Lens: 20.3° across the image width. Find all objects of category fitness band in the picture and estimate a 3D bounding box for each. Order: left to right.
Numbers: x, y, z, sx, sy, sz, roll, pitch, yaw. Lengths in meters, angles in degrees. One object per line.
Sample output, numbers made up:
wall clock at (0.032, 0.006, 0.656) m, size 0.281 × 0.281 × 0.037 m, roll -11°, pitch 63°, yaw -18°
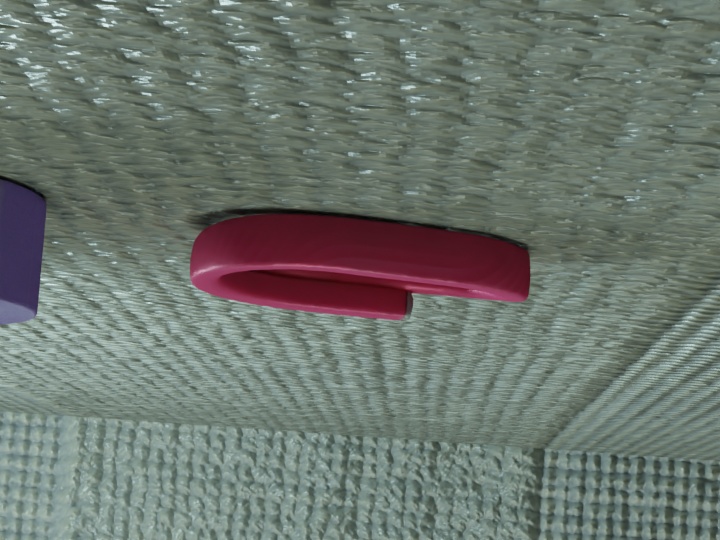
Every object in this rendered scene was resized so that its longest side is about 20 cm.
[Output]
fitness band at (0.000, 0.000, 1.162) m, size 0.199 × 0.038 × 0.144 m, roll 6°, pitch 171°, yaw -18°

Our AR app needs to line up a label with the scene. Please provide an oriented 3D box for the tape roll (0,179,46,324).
tape roll at (-0.274, -0.015, 1.098) m, size 0.199 × 0.066 × 0.200 m, roll 4°, pitch 171°, yaw 1°
